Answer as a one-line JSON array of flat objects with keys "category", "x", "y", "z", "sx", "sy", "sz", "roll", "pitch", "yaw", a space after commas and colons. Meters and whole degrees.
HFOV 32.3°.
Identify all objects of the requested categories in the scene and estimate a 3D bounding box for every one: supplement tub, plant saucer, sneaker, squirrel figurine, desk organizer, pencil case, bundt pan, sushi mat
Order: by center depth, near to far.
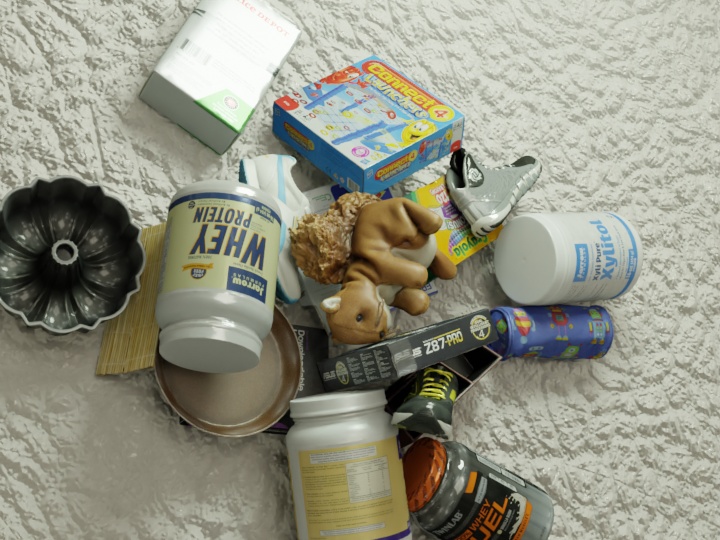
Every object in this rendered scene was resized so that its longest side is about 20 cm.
[{"category": "supplement tub", "x": -0.173, "y": 0.009, "z": 1.511, "sx": 0.143, "sy": 0.145, "sz": 0.203, "roll": 13, "pitch": 65, "yaw": -21}, {"category": "bundt pan", "x": -0.368, "y": -0.010, "z": 1.531, "sx": 0.199, "sy": 0.076, "sz": 0.205, "roll": 7, "pitch": 68, "yaw": -18}, {"category": "sneaker", "x": 0.083, "y": 0.158, "z": 1.538, "sx": 0.073, "sy": 0.200, "sz": 0.086, "roll": 13, "pitch": 86, "yaw": 4}, {"category": "supplement tub", "x": -0.017, "y": 0.255, "z": 1.550, "sx": 0.143, "sy": 0.145, "sz": 0.204, "roll": -6, "pitch": 88, "yaw": -27}, {"category": "sushi mat", "x": -0.280, "y": 0.034, "z": 1.562, "sx": 0.012, "sy": 0.094, "sz": 0.203, "roll": 38, "pitch": 51, "yaw": -51}, {"category": "plant saucer", "x": -0.170, "y": 0.114, "z": 1.574, "sx": 0.197, "sy": 0.032, "sz": 0.204, "roll": 9, "pitch": 68, "yaw": -23}, {"category": "squirrel figurine", "x": 0.000, "y": 0.000, "z": 1.600, "sx": 0.198, "sy": 0.142, "sz": 0.188, "roll": 30, "pitch": 72, "yaw": 20}, {"category": "supplement tub", "x": 0.146, "y": 0.305, "z": 1.634, "sx": 0.198, "sy": 0.122, "sz": 0.124, "roll": 30, "pitch": 61, "yaw": -20}, {"category": "sneaker", "x": -0.102, "y": -0.057, "z": 1.645, "sx": 0.079, "sy": 0.076, "sz": 0.203, "roll": -12, "pitch": 83, "yaw": -16}, {"category": "desk organizer", "x": 0.098, "y": 0.159, "z": 1.702, "sx": 0.199, "sy": 0.077, "sz": 0.072, "roll": -39, "pitch": 90, "yaw": -32}, {"category": "sneaker", "x": 0.187, "y": -0.143, "z": 1.794, "sx": 0.116, "sy": 0.075, "sz": 0.200, "roll": 48, "pitch": 41, "yaw": -6}, {"category": "pencil case", "x": 0.271, "y": 0.093, "z": 1.810, "sx": 0.197, "sy": 0.087, "sz": 0.079, "roll": 0, "pitch": 47, "yaw": -27}, {"category": "supplement tub", "x": 0.306, "y": -0.019, "z": 1.818, "sx": 0.198, "sy": 0.131, "sz": 0.134, "roll": -4, "pitch": 72, "yaw": -40}]

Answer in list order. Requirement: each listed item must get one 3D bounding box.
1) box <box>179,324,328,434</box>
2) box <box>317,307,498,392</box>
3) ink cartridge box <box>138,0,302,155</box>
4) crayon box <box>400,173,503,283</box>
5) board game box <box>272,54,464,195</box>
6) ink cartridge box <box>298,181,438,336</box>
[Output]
[{"category": "box", "x": -0.135, "y": 0.136, "z": 1.621, "sx": 0.197, "sy": 0.036, "sz": 0.145, "roll": 9, "pitch": 68, "yaw": -25}, {"category": "box", "x": 0.058, "y": 0.105, "z": 1.592, "sx": 0.159, "sy": 0.199, "sz": 0.050, "roll": -19, "pitch": 89, "yaw": -29}, {"category": "ink cartridge box", "x": -0.191, "y": -0.286, "z": 1.721, "sx": 0.145, "sy": 0.084, "sz": 0.202, "roll": 35, "pitch": 60, "yaw": -10}, {"category": "crayon box", "x": 0.113, "y": -0.062, "z": 1.769, "sx": 0.199, "sy": 0.058, "sz": 0.120, "roll": -30, "pitch": 88, "yaw": -50}, {"category": "board game box", "x": 0.011, "y": -0.205, "z": 1.749, "sx": 0.194, "sy": 0.056, "sz": 0.199, "roll": -30, "pitch": 52, "yaw": -31}, {"category": "ink cartridge box", "x": -0.014, "y": -0.025, "z": 1.736, "sx": 0.195, "sy": 0.047, "sz": 0.203, "roll": -19, "pitch": 82, "yaw": -32}]
